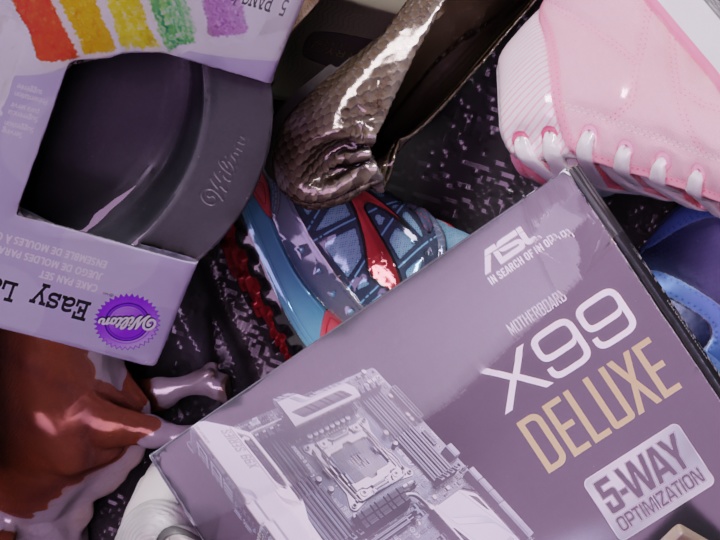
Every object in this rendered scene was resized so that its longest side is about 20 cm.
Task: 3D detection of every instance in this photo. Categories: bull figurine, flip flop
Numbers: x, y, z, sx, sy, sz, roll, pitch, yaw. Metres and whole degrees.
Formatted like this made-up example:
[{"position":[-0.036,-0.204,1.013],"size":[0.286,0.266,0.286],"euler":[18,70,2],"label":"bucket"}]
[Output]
[{"position":[-0.121,0.037,0.966],"size":[0.121,0.065,0.201],"euler":[-6,103,8],"label":"bull figurine"},{"position":[-0.049,-0.086,0.893],"size":[0.081,0.199,0.058],"euler":[-55,41,39],"label":"flip flop"}]

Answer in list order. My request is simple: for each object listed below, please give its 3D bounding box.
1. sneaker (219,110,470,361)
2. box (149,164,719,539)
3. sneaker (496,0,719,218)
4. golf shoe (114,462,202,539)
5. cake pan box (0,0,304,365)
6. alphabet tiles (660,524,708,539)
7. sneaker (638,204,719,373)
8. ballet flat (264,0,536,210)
[{"position":[0.000,0.000,0.944],"size":[0.095,0.079,0.201],"euler":[-25,74,-13],"label":"sneaker"},{"position":[0.044,0.079,0.842],"size":[0.200,0.050,0.158],"euler":[-34,88,13],"label":"box"},{"position":[0.123,-0.045,0.868],"size":[0.105,0.075,0.201],"euler":[-41,52,13],"label":"sneaker"},{"position":[-0.045,0.162,0.941],"size":[0.078,0.097,0.201],"euler":[-14,123,10],"label":"golf shoe"},{"position":[-0.133,-0.069,0.823],"size":[0.199,0.052,0.185],"euler":[17,118,-19],"label":"cake pan box"},{"position":[0.156,0.169,0.844],"size":[0.200,0.008,0.167],"euler":[31,114,-29],"label":"alphabet tiles"},{"position":[0.109,0.056,0.895],"size":[0.074,0.082,0.201],"euler":[34,99,15],"label":"sneaker"},{"position":[0.040,-0.100,0.894],"size":[0.200,0.067,0.046],"euler":[-47,49,-12],"label":"ballet flat"}]
